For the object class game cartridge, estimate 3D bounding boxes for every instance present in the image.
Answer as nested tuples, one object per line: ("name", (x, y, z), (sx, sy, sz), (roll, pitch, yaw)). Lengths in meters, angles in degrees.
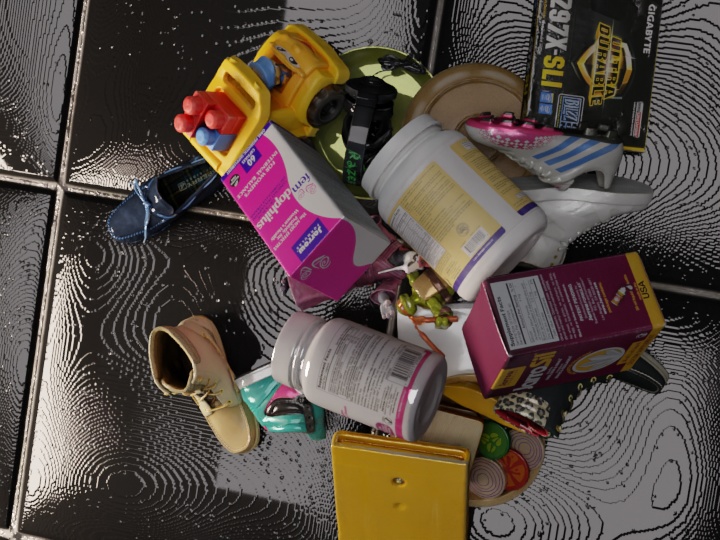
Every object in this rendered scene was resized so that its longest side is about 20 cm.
("game cartridge", (0.053, 0.292, 1.581), (0.175, 0.033, 0.201), (7, 133, 10))

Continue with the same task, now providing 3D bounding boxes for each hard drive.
("hard drive", (0.149, 0.109, 1.615), (0.198, 0.027, 0.133), (-2, 91, 10))

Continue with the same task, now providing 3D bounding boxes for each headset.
("headset", (0.024, -0.195, 1.541), (0.093, 0.124, 0.201), (11, 56, 3))

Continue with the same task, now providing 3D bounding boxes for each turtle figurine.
("turtle figurine", (0.108, 0.018, 1.587), (0.161, 0.064, 0.200), (-37, 47, 3))

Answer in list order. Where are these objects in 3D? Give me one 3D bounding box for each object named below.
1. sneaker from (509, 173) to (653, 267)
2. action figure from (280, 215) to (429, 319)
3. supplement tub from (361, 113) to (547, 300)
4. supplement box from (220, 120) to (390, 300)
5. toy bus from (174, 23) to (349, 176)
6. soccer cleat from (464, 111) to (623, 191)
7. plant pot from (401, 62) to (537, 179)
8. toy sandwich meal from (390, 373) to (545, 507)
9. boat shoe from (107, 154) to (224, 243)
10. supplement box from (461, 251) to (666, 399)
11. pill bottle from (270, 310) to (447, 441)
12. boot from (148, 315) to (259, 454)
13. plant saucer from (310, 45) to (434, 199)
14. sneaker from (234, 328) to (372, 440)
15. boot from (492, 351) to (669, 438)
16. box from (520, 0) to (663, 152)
("sneaker", (0.272, -0.059, 1.572), (0.198, 0.074, 0.117), (-1, 111, 1))
("action figure", (0.000, 0.000, 1.578), (0.198, 0.149, 0.135), (-4, 85, 7))
("supplement tub", (0.112, -0.078, 1.494), (0.200, 0.145, 0.146), (45, 99, 12))
("supplement box", (-0.069, -0.074, 1.493), (0.101, 0.103, 0.200), (-47, 52, 12))
("toy bus", (-0.138, -0.212, 1.555), (0.136, 0.191, 0.201), (48, 117, 26))
("soccer cleat", (0.223, -0.141, 1.498), (0.198, 0.070, 0.087), (7, 108, -4))
("plant pot", (0.151, -0.168, 1.585), (0.198, 0.027, 0.202), (0, 93, -2))
("toy sandwich meal", (0.137, 0.224, 1.580), (0.203, 0.070, 0.207), (4, 106, 13))
("boat shoe", (-0.267, -0.108, 1.666), (0.199, 0.069, 0.084), (-36, 85, 10))
("supplement box", (0.236, 0.065, 1.446), (0.198, 0.131, 0.104), (-10, 65, -13))
("pill bottle", (-0.003, 0.126, 1.519), (0.199, 0.113, 0.114), (19, 95, 20))
("boot", (-0.206, 0.159, 1.618), (0.072, 0.155, 0.201), (-22, 88, 11))
("plant saucer", (0.018, -0.195, 1.628), (0.198, 0.031, 0.202), (0, 93, 10))
("sneaker", (-0.057, 0.161, 1.627), (0.199, 0.084, 0.122), (-22, 89, 10))
("boot", (0.272, 0.148, 1.530), (0.202, 0.074, 0.155), (26, 67, -2))
("box", (0.290, -0.257, 1.549), (0.158, 0.049, 0.202), (7, 93, -2))
